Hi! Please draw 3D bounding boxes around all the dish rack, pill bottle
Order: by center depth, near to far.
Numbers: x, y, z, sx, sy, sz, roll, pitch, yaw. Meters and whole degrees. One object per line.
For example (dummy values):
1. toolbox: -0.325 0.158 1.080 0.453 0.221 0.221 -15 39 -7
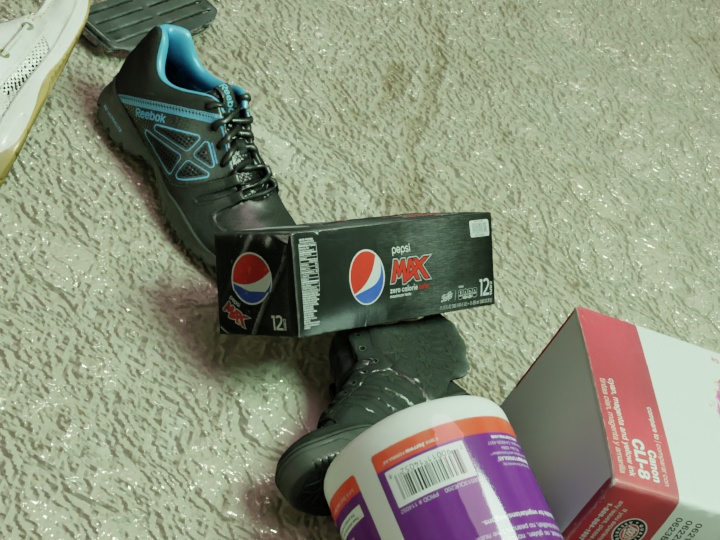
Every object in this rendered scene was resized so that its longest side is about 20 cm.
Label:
1. pill bottle: 0.063 0.176 0.999 0.112 0.112 0.201 -3 59 -40
2. dish rack: -0.195 -0.240 1.347 0.200 0.055 0.153 43 37 12

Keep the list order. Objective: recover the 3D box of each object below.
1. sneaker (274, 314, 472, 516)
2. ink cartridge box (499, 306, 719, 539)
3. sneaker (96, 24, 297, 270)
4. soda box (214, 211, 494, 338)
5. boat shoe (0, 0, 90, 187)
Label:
1. sneaker: 0.004 0.080 1.128 0.199 0.060 0.104 -11 47 -42
2. ink cartridge box: 0.188 0.143 1.120 0.199 0.146 0.145 18 38 -20
3. sneaker: -0.095 -0.072 1.204 0.200 0.082 0.073 49 35 17
4. soda box: 0.000 0.000 1.165 0.199 0.070 0.064 -7 96 -50
5. boat shoe: -0.227 -0.130 1.177 0.069 0.071 0.201 28 37 -11
